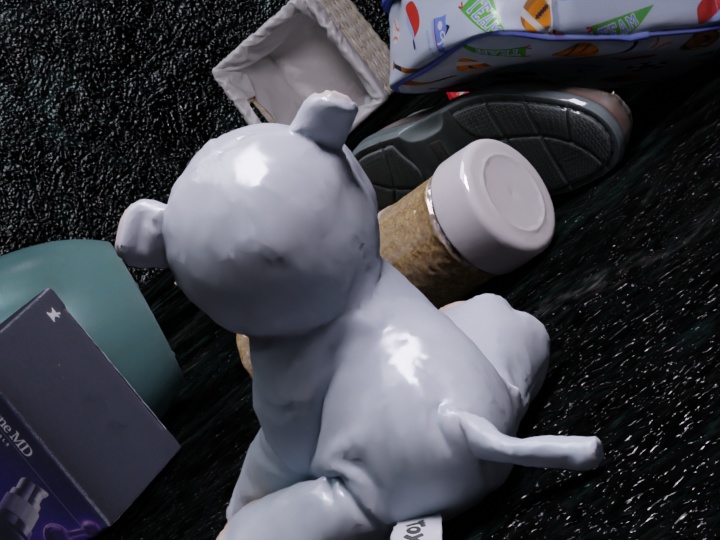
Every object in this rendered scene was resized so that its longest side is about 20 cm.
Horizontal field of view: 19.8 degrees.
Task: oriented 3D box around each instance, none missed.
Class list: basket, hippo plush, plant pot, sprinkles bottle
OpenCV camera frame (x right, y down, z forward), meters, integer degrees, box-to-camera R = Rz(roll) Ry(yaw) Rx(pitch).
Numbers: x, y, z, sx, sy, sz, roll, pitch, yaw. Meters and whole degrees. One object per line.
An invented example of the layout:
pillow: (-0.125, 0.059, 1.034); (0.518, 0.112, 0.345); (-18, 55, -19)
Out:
basket: (-0.067, -0.287, 2.988); (0.200, 0.199, 0.161); (-37, 5, 27)
hippo plush: (-0.027, 0.032, 0.763); (0.159, 0.161, 0.200); (-39, 6, 7)
plant pot: (-0.233, 0.070, 1.590); (0.160, 0.202, 0.201); (-29, 5, -8)
sprinkles bottle: (0.016, 0.004, 1.122); (0.200, 0.068, 0.068); (-35, 8, 39)

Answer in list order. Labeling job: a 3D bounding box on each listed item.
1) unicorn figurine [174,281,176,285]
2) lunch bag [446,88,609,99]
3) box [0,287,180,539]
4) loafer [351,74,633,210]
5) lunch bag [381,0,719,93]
unicorn figurine: (-0.048, 0.000, 1.557); (0.199, 0.074, 0.137); (-25, -2, 3)
lunch bag: (0.152, -0.161, 1.444); (0.200, 0.082, 0.176); (-40, 11, 8)
box: (-0.248, 0.131, 1.410); (0.200, 0.148, 0.104); (-36, 7, 36)
loafer: (0.077, -0.082, 1.187); (0.199, 0.072, 0.063); (-9, 32, 44)
lunch bag: (0.112, -0.147, 1.181); (0.199, 0.076, 0.160); (-2, -8, -24)
